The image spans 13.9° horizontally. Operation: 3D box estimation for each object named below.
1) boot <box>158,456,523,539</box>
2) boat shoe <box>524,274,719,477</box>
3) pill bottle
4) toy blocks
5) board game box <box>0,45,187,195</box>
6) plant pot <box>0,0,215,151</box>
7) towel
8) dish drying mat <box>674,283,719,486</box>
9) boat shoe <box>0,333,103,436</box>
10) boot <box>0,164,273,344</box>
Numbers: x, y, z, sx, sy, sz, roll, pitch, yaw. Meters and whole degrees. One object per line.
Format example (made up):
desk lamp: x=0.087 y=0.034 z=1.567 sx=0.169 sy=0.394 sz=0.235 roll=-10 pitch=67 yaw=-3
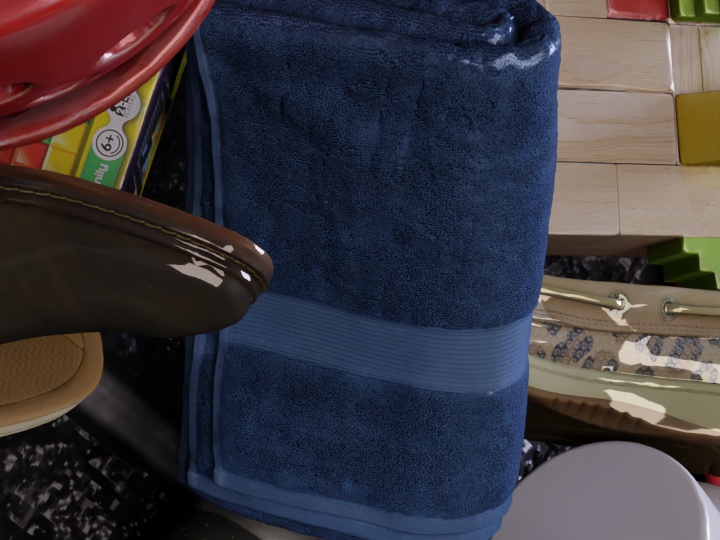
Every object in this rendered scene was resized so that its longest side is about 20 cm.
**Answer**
boot: x=0.024 y=0.112 z=1.035 sx=0.200 sy=0.068 sz=0.131 roll=52 pitch=60 yaw=-27
boat shoe: x=0.066 y=0.022 z=0.993 sx=0.199 sy=0.073 sz=0.063 roll=14 pitch=73 yaw=-18
pill bottle: x=0.118 y=0.143 z=1.035 sx=0.111 sy=0.111 sz=0.200 roll=-58 pitch=140 yaw=-17
toy blocks: x=0.059 y=-0.084 z=1.035 sx=0.136 sy=0.100 sz=0.201 roll=1 pitch=82 yaw=-25
board game box: x=-0.117 y=-0.126 z=0.878 sx=0.165 sy=0.057 sz=0.201 roll=18 pitch=81 yaw=1
plant pot: x=-0.111 y=-0.132 z=0.758 sx=0.199 sy=0.183 sz=0.202 roll=0 pitch=82 yaw=1
towel: x=0.000 y=0.000 z=0.893 sx=0.049 sy=0.111 sz=0.201 roll=-60 pitch=160 yaw=-51
dish drying mat: x=0.149 y=0.003 z=1.139 sx=0.077 sy=0.018 sz=0.201 roll=-16 pitch=101 yaw=-33
boat shoe: x=-0.178 y=0.033 z=0.889 sx=0.199 sy=0.069 sz=0.074 roll=-2 pitch=64 yaw=-27
boot: x=-0.127 y=0.025 z=0.816 sx=0.199 sy=0.075 sz=0.097 roll=5 pitch=68 yaw=6
